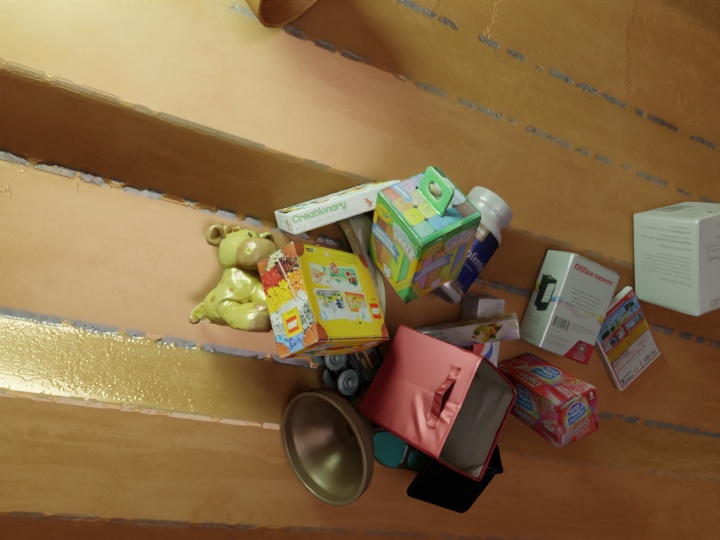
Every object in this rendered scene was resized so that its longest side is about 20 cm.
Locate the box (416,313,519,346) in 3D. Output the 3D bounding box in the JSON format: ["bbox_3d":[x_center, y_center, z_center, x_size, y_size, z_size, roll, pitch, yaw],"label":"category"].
[{"bbox_3d":[0.202,0.119,1.018,0.196,0.041,0.040,-11,98,19],"label":"box"}]

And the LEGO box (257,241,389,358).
[{"bbox_3d":[-0.052,0.050,0.836,0.198,0.076,0.152,10,59,-56],"label":"LEGO box"}]

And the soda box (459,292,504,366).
[{"bbox_3d":[0.237,0.150,1.078,0.062,0.068,0.205,3,98,-20],"label":"soda box"}]

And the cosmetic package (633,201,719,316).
[{"bbox_3d":[0.727,-0.034,1.177,0.164,0.166,0.205,-13,104,-17],"label":"cosmetic package"}]

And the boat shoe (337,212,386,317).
[{"bbox_3d":[0.000,0.000,0.970,0.065,0.074,0.205,-12,92,-14],"label":"boat shoe"}]

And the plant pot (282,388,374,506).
[{"bbox_3d":[-0.042,0.302,0.959,0.092,0.198,0.206,-16,106,-50],"label":"plant pot"}]

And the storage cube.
[{"bbox_3d":[0.134,0.223,0.916,0.200,0.178,0.173,41,73,-44],"label":"storage cube"}]

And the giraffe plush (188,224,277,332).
[{"bbox_3d":[-0.182,0.011,0.876,0.195,0.172,0.166,5,87,14],"label":"giraffe plush"}]

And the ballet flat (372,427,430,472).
[{"bbox_3d":[0.075,0.353,1.048,0.198,0.065,0.072,33,79,-29],"label":"ballet flat"}]

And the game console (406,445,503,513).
[{"bbox_3d":[0.185,0.365,1.072,0.115,0.179,0.199,-31,134,32],"label":"game console"}]

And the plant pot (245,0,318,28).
[{"bbox_3d":[-0.120,-0.491,0.792,0.200,0.200,0.141,-42,92,-9],"label":"plant pot"}]

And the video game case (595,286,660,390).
[{"bbox_3d":[0.614,0.160,1.245,0.142,0.017,0.202,-37,109,-11],"label":"video game case"}]

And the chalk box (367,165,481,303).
[{"bbox_3d":[0.100,-0.069,0.851,0.122,0.125,0.202,-25,149,-21],"label":"chalk box"}]

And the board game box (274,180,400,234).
[{"bbox_3d":[-0.039,-0.110,0.904,0.196,0.126,0.035,-20,105,-16],"label":"board game box"}]

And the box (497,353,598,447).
[{"bbox_3d":[0.366,0.252,1.070,0.098,0.200,0.098,-14,105,-17],"label":"box"}]

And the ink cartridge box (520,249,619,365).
[{"bbox_3d":[0.440,0.077,1.133,0.143,0.083,0.204,20,91,-21],"label":"ink cartridge box"}]

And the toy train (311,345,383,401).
[{"bbox_3d":[-0.032,0.134,0.975,0.113,0.085,0.203,-32,105,-26],"label":"toy train"}]

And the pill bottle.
[{"bbox_3d":[0.192,-0.049,1.005,0.115,0.115,0.201,39,84,-21],"label":"pill bottle"}]
